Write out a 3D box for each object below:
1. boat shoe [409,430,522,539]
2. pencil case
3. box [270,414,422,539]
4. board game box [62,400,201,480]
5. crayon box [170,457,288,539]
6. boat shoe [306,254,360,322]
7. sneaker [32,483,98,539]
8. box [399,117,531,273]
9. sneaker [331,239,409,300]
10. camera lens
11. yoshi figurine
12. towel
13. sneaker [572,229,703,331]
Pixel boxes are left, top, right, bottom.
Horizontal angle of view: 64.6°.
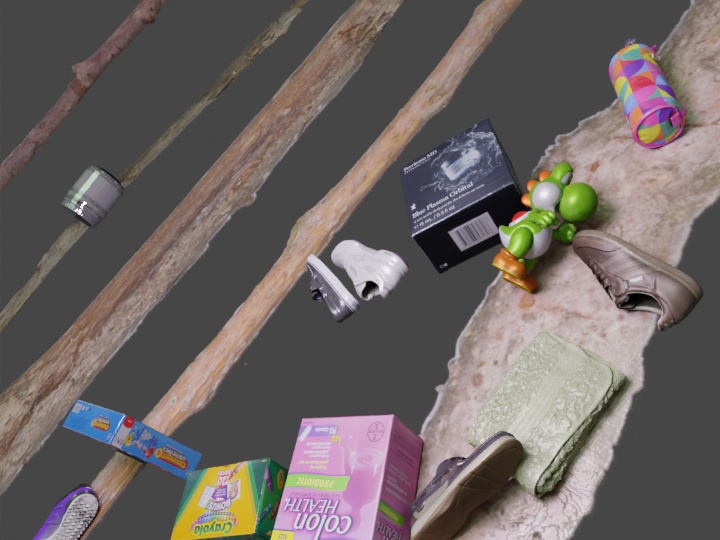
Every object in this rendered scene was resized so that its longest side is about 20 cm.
[{"bbox_3d":[0.128,0.276,0.741,0.202,0.071,0.065,-55,31,16],"label":"boat shoe"},{"bbox_3d":[0.475,-0.298,0.949,0.087,0.088,0.203,-19,47,28],"label":"pencil case"},{"bbox_3d":[-0.018,0.325,0.823,0.173,0.097,0.203,-12,50,34],"label":"box"},{"bbox_3d":[-0.445,0.332,1.113,0.197,0.196,0.057,-1,55,41],"label":"board game box"},{"bbox_3d":[-0.222,0.399,0.966,0.197,0.058,0.121,-19,45,28],"label":"crayon box"},{"bbox_3d":[-0.071,0.038,1.151,0.066,0.070,0.200,-43,46,-2],"label":"boat shoe"},{"bbox_3d":[-0.637,0.542,1.207,0.201,0.070,0.099,-49,32,-12],"label":"sneaker"},{"bbox_3d":[0.187,-0.136,1.033,0.194,0.118,0.202,-27,41,20],"label":"box"},{"bbox_3d":[0.000,0.000,1.108,0.198,0.075,0.101,14,65,47],"label":"sneaker"},{"bbox_3d":[-1.031,-0.288,2.201,0.158,0.160,0.202,12,64,46],"label":"camera lens"},{"bbox_3d":[0.294,-0.066,0.875,0.203,0.111,0.112,-60,11,-4],"label":"yoshi figurine"},{"bbox_3d":[0.242,0.183,0.767,0.201,0.036,0.148,-51,38,-8],"label":"towel"},{"bbox_3d":[0.361,0.008,0.789,0.076,0.070,0.200,-47,38,-3],"label":"sneaker"}]
